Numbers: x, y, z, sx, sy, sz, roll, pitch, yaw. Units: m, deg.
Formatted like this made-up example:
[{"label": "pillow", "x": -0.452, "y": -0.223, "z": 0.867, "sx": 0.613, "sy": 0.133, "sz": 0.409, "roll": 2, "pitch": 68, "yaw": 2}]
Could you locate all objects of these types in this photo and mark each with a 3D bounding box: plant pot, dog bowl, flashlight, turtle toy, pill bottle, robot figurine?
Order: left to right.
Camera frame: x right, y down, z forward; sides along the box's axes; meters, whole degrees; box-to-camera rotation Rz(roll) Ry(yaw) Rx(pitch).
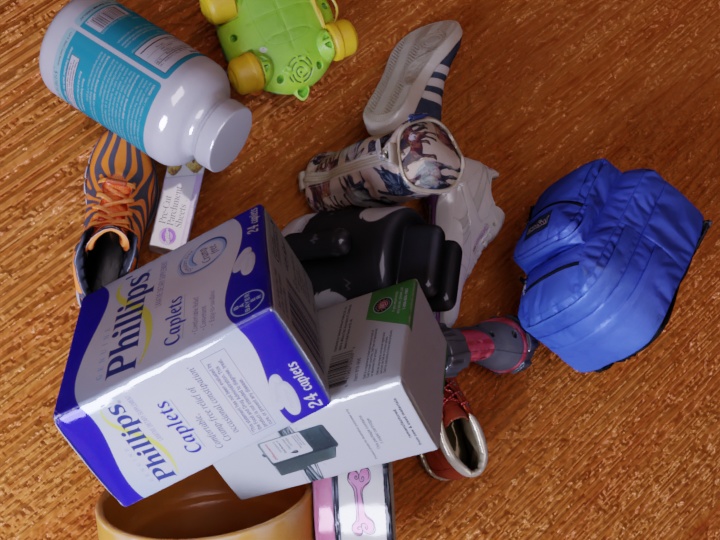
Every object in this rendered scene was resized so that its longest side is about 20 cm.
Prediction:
[{"label": "pill bottle", "x": -0.203, "y": -0.176, "z": 0.872, "sx": 0.199, "sy": 0.111, "sz": 0.111, "roll": 33, "pitch": 75, "yaw": 12}, {"label": "plant pot", "x": -0.137, "y": 0.291, "z": 0.840, "sx": 0.197, "sy": 0.200, "sz": 0.186, "roll": -6, "pitch": 101, "yaw": -17}, {"label": "turtle toy", "x": -0.099, "y": -0.271, "z": 0.948, "sx": 0.144, "sy": 0.101, "sz": 0.202, "roll": -23, "pitch": 90, "yaw": -17}, {"label": "dog bowl", "x": -0.004, "y": 0.215, "z": 0.882, "sx": 0.073, "sy": 0.200, "sz": 0.204, "roll": -4, "pitch": 85, "yaw": 3}, {"label": "robot figurine", "x": 0.000, "y": 0.002, "z": 0.902, "sx": 0.125, "sy": 0.197, "sz": 0.152, "roll": -51, "pitch": 131, "yaw": -47}, {"label": "flashlight", "x": 0.120, "y": 0.082, "z": 0.934, "sx": 0.067, "sy": 0.199, "sz": 0.069, "roll": -37, "pitch": 71, "yaw": 25}]

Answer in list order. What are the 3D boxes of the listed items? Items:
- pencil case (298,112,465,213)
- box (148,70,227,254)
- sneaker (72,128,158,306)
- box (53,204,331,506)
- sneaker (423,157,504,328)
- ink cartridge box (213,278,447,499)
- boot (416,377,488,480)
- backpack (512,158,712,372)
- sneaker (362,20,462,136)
[{"label": "pencil case", "x": 0.014, "y": -0.101, "z": 0.916, "sx": 0.088, "sy": 0.199, "sz": 0.079, "roll": 17, "pitch": 76, "yaw": -30}, {"label": "box", "x": -0.180, "y": -0.116, "z": 0.940, "sx": 0.041, "sy": 0.039, "sz": 0.203, "roll": 14, "pitch": 80, "yaw": -12}, {"label": "sneaker", "x": -0.236, "y": -0.052, "z": 0.877, "sx": 0.076, "sy": 0.112, "sz": 0.203, "roll": 4, "pitch": 83, "yaw": -15}, {"label": "box", "x": -0.140, "y": 0.065, "z": 0.766, "sx": 0.198, "sy": 0.185, "sz": 0.106, "roll": -28, "pitch": 120, "yaw": 7}, {"label": "sneaker", "x": 0.116, "y": -0.033, "z": 0.995, "sx": 0.098, "sy": 0.075, "sz": 0.203, "roll": 10, "pitch": 77, "yaw": -16}, {"label": "ink cartridge box", "x": -0.030, "y": 0.105, "z": 0.800, "sx": 0.198, "sy": 0.147, "sz": 0.084, "roll": -18, "pitch": 119, "yaw": 20}, {"label": "boot", "x": 0.081, "y": 0.126, "z": 0.956, "sx": 0.074, "sy": 0.107, "sz": 0.203, "roll": -21, "pitch": 88, "yaw": -14}, {"label": "backpack", "x": 0.251, "y": -0.001, "z": 0.978, "sx": 0.167, "sy": 0.163, "sz": 0.201, "roll": 33, "pitch": 59, "yaw": -7}, {"label": "sneaker", "x": 0.068, "y": -0.197, "z": 1.009, "sx": 0.201, "sy": 0.074, "sz": 0.085, "roll": -59, "pitch": 136, "yaw": -31}]
